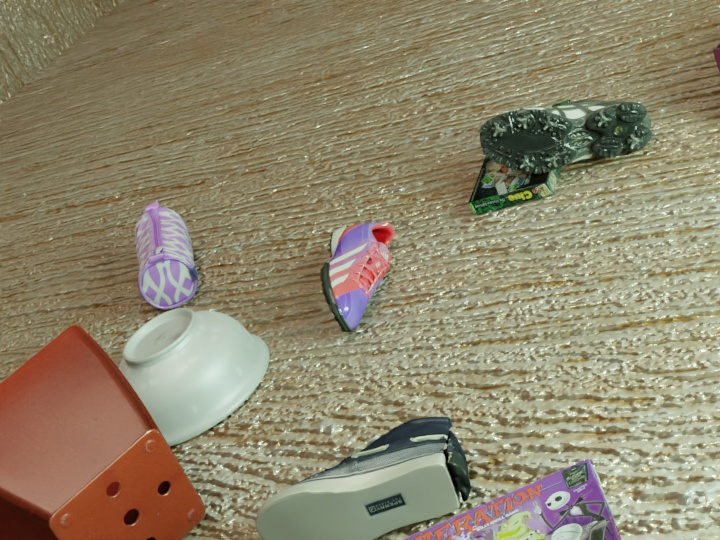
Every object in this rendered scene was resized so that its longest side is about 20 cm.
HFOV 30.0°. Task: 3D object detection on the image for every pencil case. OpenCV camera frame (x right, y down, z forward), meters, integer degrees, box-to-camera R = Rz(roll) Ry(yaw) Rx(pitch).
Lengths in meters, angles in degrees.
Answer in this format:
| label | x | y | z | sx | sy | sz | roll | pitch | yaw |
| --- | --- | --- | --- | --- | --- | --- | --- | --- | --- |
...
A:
| label | x | y | z | sx | sy | sz | roll | pitch | yaw |
| --- | --- | --- | --- | --- | --- | --- | --- | --- | --- |
| pencil case | -0.273 | -0.020 | 1.855 | 0.084 | 0.086 | 0.200 | -28 | 25 | 0 |

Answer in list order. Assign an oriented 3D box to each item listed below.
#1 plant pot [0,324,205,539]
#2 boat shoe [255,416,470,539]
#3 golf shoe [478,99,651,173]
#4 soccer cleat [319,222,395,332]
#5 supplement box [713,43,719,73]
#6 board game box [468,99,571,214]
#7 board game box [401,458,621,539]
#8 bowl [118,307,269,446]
| label | x | y | z | sx | sy | sz | roll | pitch | yaw |
| --- | --- | --- | --- | --- | --- | --- | --- | --- | --- |
| plant pot | -0.273 | 0.211 | 1.338 | 0.200 | 0.200 | 0.176 | -41 | 41 | -23 |
| boat shoe | 0.005 | 0.193 | 1.214 | 0.199 | 0.075 | 0.093 | -15 | 22 | 13 |
| golf shoe | 0.241 | -0.161 | 1.582 | 0.199 | 0.078 | 0.095 | -2 | 14 | 10 |
| soccer cleat | 0.000 | 0.000 | 1.563 | 0.073 | 0.068 | 0.200 | -18 | 25 | 13 |
| supplement box | 0.499 | -0.254 | 1.461 | 0.131 | 0.103 | 0.200 | 7 | 44 | 49 |
| board game box | 0.202 | -0.142 | 1.656 | 0.105 | 0.023 | 0.200 | -16 | 29 | 28 |
| board game box | 0.109 | 0.232 | 1.076 | 0.200 | 0.032 | 0.120 | -26 | 22 | 8 |
| bowl | -0.213 | 0.108 | 1.558 | 0.201 | 0.091 | 0.201 | -24 | 26 | 13 |
